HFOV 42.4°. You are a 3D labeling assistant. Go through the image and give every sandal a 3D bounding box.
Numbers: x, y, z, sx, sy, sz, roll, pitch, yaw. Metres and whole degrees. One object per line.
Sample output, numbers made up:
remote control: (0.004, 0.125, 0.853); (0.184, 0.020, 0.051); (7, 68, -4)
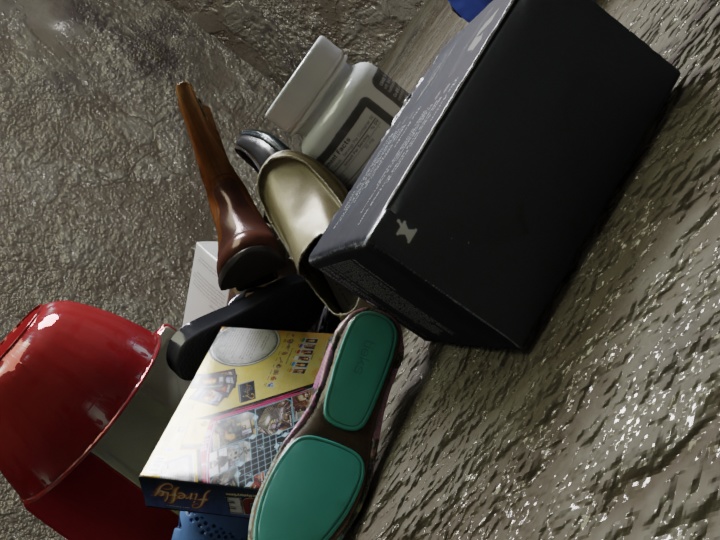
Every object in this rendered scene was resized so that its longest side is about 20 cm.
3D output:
sandal: (-0.113, 0.046, 0.939); (0.198, 0.043, 0.077); (-19, -48, -41)
sandal: (-0.139, 0.254, 0.792); (0.202, 0.078, 0.087); (-62, 12, 14)

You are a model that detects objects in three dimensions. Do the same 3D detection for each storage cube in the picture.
storage cube: (-0.212, 0.199, 0.969); (0.179, 0.199, 0.172); (-38, 18, 43)

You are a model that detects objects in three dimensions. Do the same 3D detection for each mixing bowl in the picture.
mixing bowl: (-0.294, 0.103, 0.881); (0.199, 0.108, 0.201); (-40, 19, 16)

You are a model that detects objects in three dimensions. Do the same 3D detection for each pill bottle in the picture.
pill bottle: (0.013, -0.129, 0.910); (0.114, 0.199, 0.113); (-51, 10, 13)

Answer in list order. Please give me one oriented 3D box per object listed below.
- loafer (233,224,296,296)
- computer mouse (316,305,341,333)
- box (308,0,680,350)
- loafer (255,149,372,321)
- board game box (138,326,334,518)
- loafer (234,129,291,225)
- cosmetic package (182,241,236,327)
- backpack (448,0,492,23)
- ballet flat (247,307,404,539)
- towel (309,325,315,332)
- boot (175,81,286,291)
loafer: (-0.071, -0.041, 1.002); (0.200, 0.068, 0.076); (-47, 12, 2)
computer mouse: (0.000, 0.000, 0.972); (0.200, 0.045, 0.143); (124, 159, -67)
box: (0.076, -0.062, 0.618); (0.199, 0.116, 0.200); (-58, 9, -9)
loafer: (-0.033, -0.032, 0.842); (0.076, 0.201, 0.067); (-42, -18, 13)
board game box: (-0.088, 0.124, 0.795); (0.201, 0.133, 0.035); (-68, -22, -55)
loafer: (-0.077, -0.080, 0.945); (0.073, 0.073, 0.199); (-49, 49, -2)
cosmetic package: (-0.160, 0.078, 1.115); (0.107, 0.084, 0.204); (34, 118, 48)
backpack: (0.173, -0.339, 0.933); (0.202, 0.162, 0.167); (-58, 13, -23)
ballet flat: (-0.020, 0.122, 0.646); (0.072, 0.068, 0.203); (104, -173, -62)
towel: (-0.053, 0.006, 1.137); (0.148, 0.029, 0.202); (89, -160, -54)
boot: (-0.129, -0.087, 0.892); (0.067, 0.204, 0.188); (-19, -2, 2)
